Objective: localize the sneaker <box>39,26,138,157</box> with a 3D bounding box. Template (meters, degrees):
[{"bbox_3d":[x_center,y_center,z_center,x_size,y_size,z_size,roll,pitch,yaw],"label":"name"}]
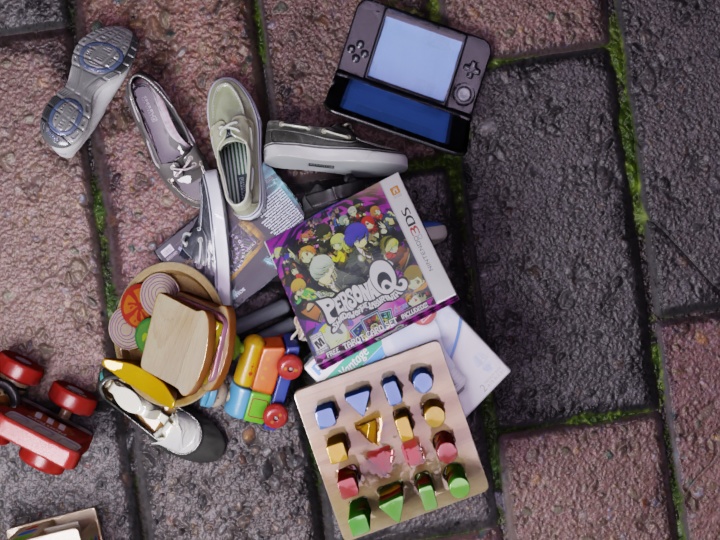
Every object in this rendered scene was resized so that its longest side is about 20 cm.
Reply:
[{"bbox_3d":[-0.363,-0.240,1.579,0.074,0.087,0.202,30,70,0],"label":"sneaker"}]

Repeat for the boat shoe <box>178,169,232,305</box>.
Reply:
[{"bbox_3d":[-0.207,-0.030,1.559,0.066,0.072,0.204,-4,96,-4],"label":"boat shoe"}]

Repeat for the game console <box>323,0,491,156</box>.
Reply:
[{"bbox_3d":[0.067,-0.259,1.574,0.197,0.116,0.179,19,89,-3],"label":"game console"}]

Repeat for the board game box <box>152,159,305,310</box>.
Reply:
[{"bbox_3d":[-0.164,-0.036,1.607,0.199,0.028,0.136,-38,92,-3],"label":"board game box"}]

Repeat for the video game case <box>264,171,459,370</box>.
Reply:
[{"bbox_3d":[0.000,0.000,1.497,0.198,0.036,0.183,-26,71,4],"label":"video game case"}]

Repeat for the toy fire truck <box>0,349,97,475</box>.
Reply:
[{"bbox_3d":[-0.439,0.188,1.526,0.198,0.168,0.113,28,89,-2],"label":"toy fire truck"}]

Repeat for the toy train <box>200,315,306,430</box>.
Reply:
[{"bbox_3d":[-0.134,0.101,1.543,0.114,0.085,0.203,13,106,-16],"label":"toy train"}]

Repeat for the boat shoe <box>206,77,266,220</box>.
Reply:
[{"bbox_3d":[-0.164,-0.169,1.573,0.071,0.062,0.203,-15,76,4],"label":"boat shoe"}]

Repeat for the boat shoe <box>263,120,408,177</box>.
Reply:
[{"bbox_3d":[-0.031,-0.168,1.591,0.196,0.071,0.065,6,76,-10],"label":"boat shoe"}]

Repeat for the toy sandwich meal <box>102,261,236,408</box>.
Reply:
[{"bbox_3d":[-0.250,0.086,1.511,0.202,0.070,0.209,0,89,27],"label":"toy sandwich meal"}]

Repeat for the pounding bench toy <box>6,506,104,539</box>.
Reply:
[{"bbox_3d":[-0.436,0.405,1.532,0.196,0.156,0.127,-14,91,-2],"label":"pounding bench toy"}]

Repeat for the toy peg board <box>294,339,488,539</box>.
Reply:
[{"bbox_3d":[0.039,0.217,1.460,0.197,0.098,0.202,-19,93,1],"label":"toy peg board"}]

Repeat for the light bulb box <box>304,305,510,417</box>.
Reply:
[{"bbox_3d":[0.058,0.124,1.569,0.200,0.125,0.198,45,89,-3],"label":"light bulb box"}]

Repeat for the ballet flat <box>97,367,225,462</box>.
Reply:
[{"bbox_3d":[-0.272,0.200,1.583,0.198,0.068,0.069,33,93,-2],"label":"ballet flat"}]

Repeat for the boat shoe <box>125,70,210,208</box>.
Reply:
[{"bbox_3d":[-0.260,-0.174,1.589,0.066,0.057,0.202,-29,91,-2],"label":"boat shoe"}]

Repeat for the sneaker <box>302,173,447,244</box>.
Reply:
[{"bbox_3d":[0.017,-0.079,1.590,0.196,0.077,0.113,-6,78,-13],"label":"sneaker"}]

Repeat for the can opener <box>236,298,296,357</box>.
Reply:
[{"bbox_3d":[-0.182,0.095,1.595,0.197,0.066,0.053,-25,97,-11],"label":"can opener"}]
